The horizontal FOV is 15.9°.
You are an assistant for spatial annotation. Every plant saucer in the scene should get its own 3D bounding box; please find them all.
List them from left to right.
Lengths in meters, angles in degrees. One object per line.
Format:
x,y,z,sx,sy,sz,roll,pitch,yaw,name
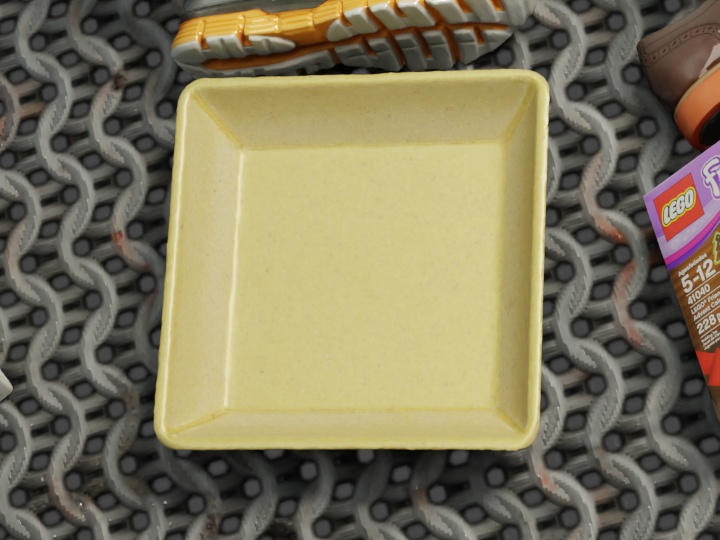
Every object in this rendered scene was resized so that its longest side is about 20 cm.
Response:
0.000,0.000,1.336,0.199,0.048,0.201,-1,73,12,plant saucer

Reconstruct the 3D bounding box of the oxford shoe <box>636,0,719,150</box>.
0.231,-0.149,1.318,0.200,0.071,0.073,-35,64,1,oxford shoe

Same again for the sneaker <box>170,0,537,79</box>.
-0.005,-0.151,1.370,0.199,0.078,0.078,-4,65,12,sneaker

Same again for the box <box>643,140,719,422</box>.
0.236,-0.027,1.234,0.200,0.039,0.137,-38,52,32,box

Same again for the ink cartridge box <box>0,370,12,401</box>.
-0.290,0.088,1.339,0.200,0.116,0.067,-39,70,-2,ink cartridge box
